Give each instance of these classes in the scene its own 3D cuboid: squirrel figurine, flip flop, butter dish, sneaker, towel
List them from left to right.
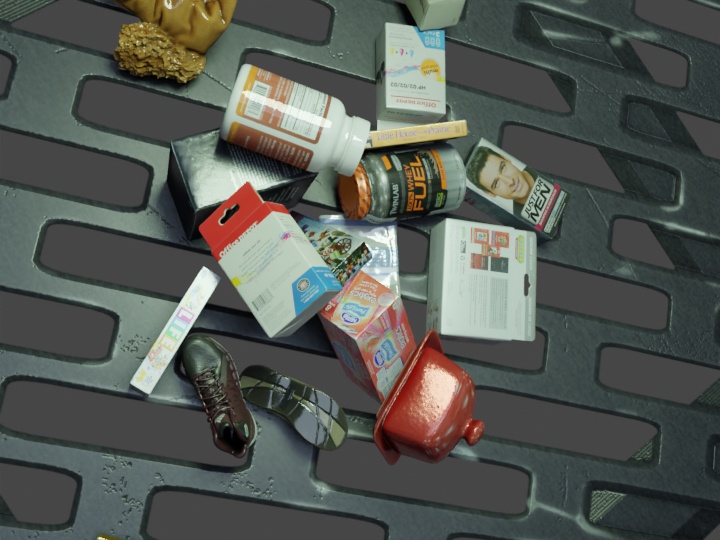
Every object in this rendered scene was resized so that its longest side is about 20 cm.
[{"bbox_3d":[-0.327,-0.404,1.346,0.186,0.141,0.201,8,106,-45],"label":"squirrel figurine"},{"bbox_3d":[-0.213,0.195,1.274,0.075,0.116,0.201,-27,100,0],"label":"sneaker"},{"bbox_3d":[-0.107,0.219,1.357,0.199,0.058,0.081,27,78,6],"label":"flip flop"},{"bbox_3d":[0.000,0.000,1.440,0.146,0.024,0.202,0,80,-15],"label":"towel"},{"bbox_3d":[0.126,0.228,1.326,0.147,0.200,0.201,24,71,23],"label":"butter dish"}]

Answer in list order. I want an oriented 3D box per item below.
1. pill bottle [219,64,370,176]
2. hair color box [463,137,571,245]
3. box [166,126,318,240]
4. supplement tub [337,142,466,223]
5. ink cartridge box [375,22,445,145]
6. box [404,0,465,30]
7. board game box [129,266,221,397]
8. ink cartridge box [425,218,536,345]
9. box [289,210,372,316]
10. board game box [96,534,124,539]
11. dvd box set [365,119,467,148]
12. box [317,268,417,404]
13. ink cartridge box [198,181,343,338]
[{"bbox_3d":[-0.092,-0.208,1.199,0.199,0.112,0.113,20,75,-11],"label":"pill bottle"},{"bbox_3d":[0.272,-0.142,1.523,0.199,0.061,0.100,30,74,-8],"label":"hair color box"},{"bbox_3d":[-0.192,-0.148,1.322,0.199,0.197,0.118,-20,85,-18],"label":"box"},{"bbox_3d":[0.069,-0.148,1.428,0.199,0.122,0.124,-11,83,-22],"label":"supplement tub"},{"bbox_3d":[0.090,-0.330,1.503,0.114,0.068,0.202,3,80,-15],"label":"ink cartridge box"},{"bbox_3d":[0.110,-0.531,1.512,0.082,0.069,0.201,-15,64,-20],"label":"box"},{"bbox_3d":[-0.285,0.097,1.284,0.034,0.134,0.201,32,74,-8],"label":"board game box"},{"bbox_3d":[0.211,0.025,1.462,0.174,0.084,0.202,7,78,-14],"label":"ink cartridge box"},{"bbox_3d":[-0.093,-0.016,1.333,0.137,0.199,0.038,-44,129,-19],"label":"box"},{"bbox_3d":[-0.346,0.510,1.239,0.152,0.040,0.202,19,76,-12],"label":"board game box"},{"bbox_3d":[0.069,-0.226,1.417,0.198,0.146,0.030,-8,97,-5],"label":"dvd box set"},{"bbox_3d":[0.016,0.108,1.327,0.094,0.201,0.103,33,68,34],"label":"box"},{"bbox_3d":[-0.132,-0.016,1.213,0.116,0.067,0.201,-40,76,16],"label":"ink cartridge box"}]
